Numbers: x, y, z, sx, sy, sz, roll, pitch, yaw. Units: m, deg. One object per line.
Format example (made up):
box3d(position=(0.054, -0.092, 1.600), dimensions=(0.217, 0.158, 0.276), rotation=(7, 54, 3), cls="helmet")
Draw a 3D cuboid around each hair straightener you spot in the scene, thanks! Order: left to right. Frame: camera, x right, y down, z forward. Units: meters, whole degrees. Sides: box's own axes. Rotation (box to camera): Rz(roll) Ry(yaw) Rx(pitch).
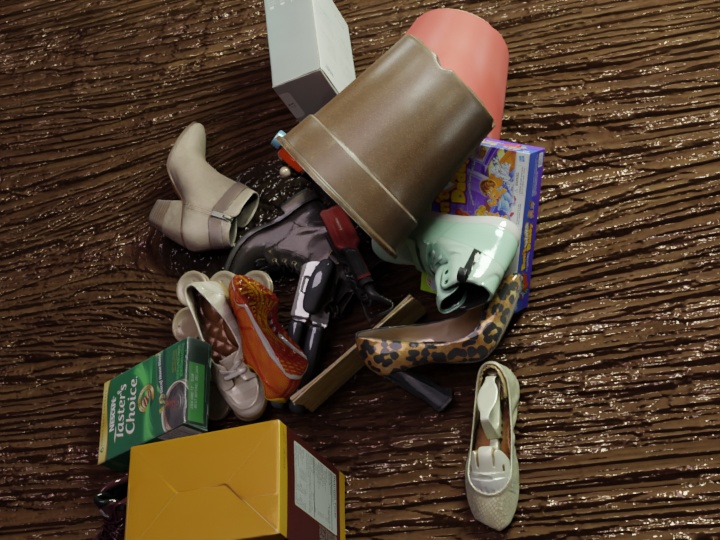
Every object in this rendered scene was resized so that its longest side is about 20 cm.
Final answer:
box3d(position=(0.000, 0.000, 1.642), dimensions=(0.041, 0.077, 0.200), rotation=(-22, 41, -11), cls="hair straightener")

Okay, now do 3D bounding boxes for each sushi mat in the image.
box3d(position=(0.000, 0.105, 1.625), dimensions=(0.200, 0.096, 0.012), rotation=(-41, 70, -1), cls="sushi mat")

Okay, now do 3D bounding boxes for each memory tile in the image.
box3d(position=(-0.187, 0.099, 1.733), dimensions=(0.152, 0.017, 0.202), rotation=(-2, 79, 25), cls="memory tile")

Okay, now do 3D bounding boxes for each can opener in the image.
box3d(position=(-0.075, 0.082, 1.665), dimensions=(0.052, 0.066, 0.202), rotation=(13, 88, 18), cls="can opener")

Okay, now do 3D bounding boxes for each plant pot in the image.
box3d(position=(0.039, -0.153, 1.512), dimensions=(0.198, 0.200, 0.200), rotation=(-45, 54, 4), cls="plant pot")
box3d(position=(0.106, -0.233, 1.714), dimensions=(0.199, 0.201, 0.178), rotation=(5, 55, 27), cls="plant pot")

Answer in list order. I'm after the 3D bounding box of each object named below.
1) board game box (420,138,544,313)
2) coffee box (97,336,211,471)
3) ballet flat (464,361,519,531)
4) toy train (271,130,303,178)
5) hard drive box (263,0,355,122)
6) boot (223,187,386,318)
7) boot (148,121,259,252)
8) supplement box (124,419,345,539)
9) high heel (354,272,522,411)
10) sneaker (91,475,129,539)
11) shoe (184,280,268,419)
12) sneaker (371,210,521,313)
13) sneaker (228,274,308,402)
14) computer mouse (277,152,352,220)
box3d(position=(0.149, -0.061, 1.604), dimensions=(0.134, 0.045, 0.202), rotation=(14, 110, 31), cls="board game box")
box3d(position=(-0.270, 0.177, 1.695), dimensions=(0.199, 0.044, 0.124), rotation=(-27, 53, 41), cls="coffee box")
box3d(position=(0.150, 0.202, 1.521), dimensions=(0.067, 0.062, 0.202), rotation=(-8, 61, 21), cls="ballet flat")
box3d(position=(-0.007, -0.146, 1.660), dimensions=(0.199, 0.151, 0.056), rotation=(35, 34, -1), cls="toy train")
box3d(position=(-0.068, -0.307, 1.844), dimensions=(0.076, 0.156, 0.202), rotation=(-18, 57, 15), cls="hard drive box")
box3d(position=(-0.075, 0.001, 1.737), dimensions=(0.200, 0.069, 0.174), rotation=(-44, 62, 6), cls="boot")
box3d(position=(-0.214, -0.117, 1.870), dimensions=(0.145, 0.070, 0.202), rotation=(11, 69, 22), cls="boot")
box3d(position=(-0.142, 0.287, 1.525), dimensions=(0.196, 0.200, 0.134), rotation=(-12, 59, 18), cls="supplement box")
box3d(position=(0.093, 0.058, 1.556), dimensions=(0.201, 0.142, 0.071), rotation=(-54, 13, 11), cls="high heel")
box3d(position=(-0.321, 0.327, 1.639), dimensions=(0.075, 0.116, 0.200), rotation=(35, 81, 35), cls="sneaker")
box3d(position=(-0.179, 0.102, 1.689), dimensions=(0.070, 0.053, 0.201), rotation=(-32, 68, 16), cls="shoe")
box3d(position=(0.084, -0.007, 1.554), dimensions=(0.199, 0.074, 0.119), rotation=(-1, 48, 33), cls="sneaker")
box3d(position=(-0.132, 0.082, 1.645), dimensions=(0.077, 0.073, 0.201), rotation=(-55, 40, 28), cls="sneaker")
box3d(position=(-0.014, -0.098, 1.742), dimensions=(0.199, 0.138, 0.053), rotation=(26, 97, 20), cls="computer mouse")
